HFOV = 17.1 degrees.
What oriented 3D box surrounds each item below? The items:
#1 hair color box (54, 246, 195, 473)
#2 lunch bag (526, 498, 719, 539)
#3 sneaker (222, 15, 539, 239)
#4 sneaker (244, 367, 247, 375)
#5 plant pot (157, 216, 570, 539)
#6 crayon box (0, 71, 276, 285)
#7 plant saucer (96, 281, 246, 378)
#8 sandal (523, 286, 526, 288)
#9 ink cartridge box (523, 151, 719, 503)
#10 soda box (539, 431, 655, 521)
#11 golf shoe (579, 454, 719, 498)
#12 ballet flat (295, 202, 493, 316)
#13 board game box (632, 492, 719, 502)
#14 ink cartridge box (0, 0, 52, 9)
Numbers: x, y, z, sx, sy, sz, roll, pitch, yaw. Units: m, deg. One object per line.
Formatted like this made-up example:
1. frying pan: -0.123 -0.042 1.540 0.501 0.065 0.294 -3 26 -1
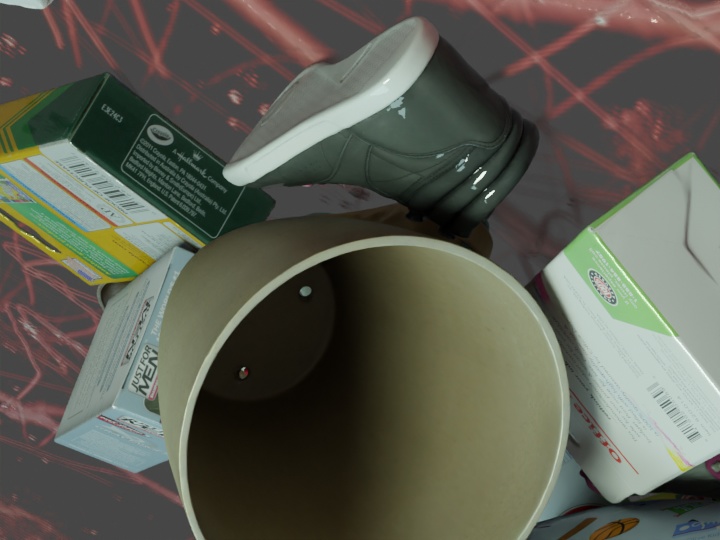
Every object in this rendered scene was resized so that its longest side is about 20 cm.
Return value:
1. hair color box: -0.121 0.057 1.409 0.060 0.099 0.200 23 165 -11
2. lunch bag: 0.133 0.175 1.181 0.169 0.124 0.200 -11 168 13
3. sneaker: 0.009 -0.051 1.136 0.099 0.071 0.200 41 155 -16
4. sneaker: -0.043 0.068 1.414 0.115 0.079 0.200 31 137 -29
5. plant pot: -0.025 0.049 1.159 0.187 0.188 0.200 39 179 -26
6. crayon box: -0.152 -0.050 1.402 0.126 0.052 0.200 37 159 -24
7. plant saucer: -0.073 0.043 1.535 0.200 0.032 0.200 20 160 8
8. sandal: 0.066 0.048 1.301 0.075 0.048 0.200 38 137 -20
9. ink cartridge box: 0.136 0.034 1.126 0.117 0.067 0.200 52 161 4
10. soda box: 0.146 0.153 1.382 0.200 0.064 0.068 51 -164 -24
11. golf shoe: 0.202 0.083 1.232 0.091 0.076 0.200 11 170 -35
12. ballet flat: 0.000 0.000 1.292 0.069 0.063 0.200 33 161 -18
13. board game box: 0.187 0.219 1.353 0.101 0.048 0.200 -19 119 10
14. ink cartridge box: -0.247 -0.208 1.145 0.161 0.050 0.200 13 157 39
